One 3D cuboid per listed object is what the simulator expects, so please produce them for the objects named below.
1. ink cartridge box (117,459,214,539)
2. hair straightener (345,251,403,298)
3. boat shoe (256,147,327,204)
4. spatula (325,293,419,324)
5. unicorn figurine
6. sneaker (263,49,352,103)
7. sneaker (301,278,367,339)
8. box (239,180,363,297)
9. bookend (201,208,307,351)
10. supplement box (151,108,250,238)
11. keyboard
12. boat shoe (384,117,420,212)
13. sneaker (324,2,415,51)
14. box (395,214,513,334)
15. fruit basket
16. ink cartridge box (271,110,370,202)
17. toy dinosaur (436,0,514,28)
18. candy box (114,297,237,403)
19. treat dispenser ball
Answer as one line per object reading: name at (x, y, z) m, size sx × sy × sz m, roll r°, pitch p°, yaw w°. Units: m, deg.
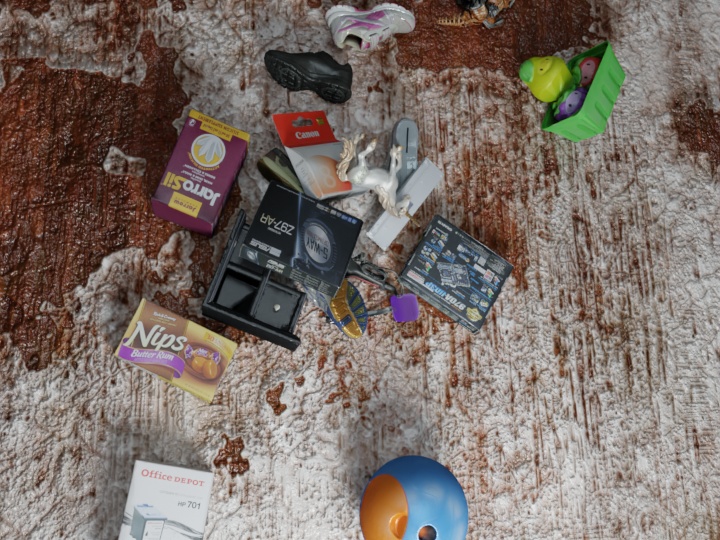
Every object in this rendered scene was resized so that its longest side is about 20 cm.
ink cartridge box at (-0.344, 0.445, 1.385) m, size 0.143 × 0.086 × 0.205 m, roll 11°, pitch 76°, yaw -8°
hair straightener at (0.000, 0.000, 1.565) m, size 0.197 × 0.077 × 0.041 m, roll 28°, pitch 61°, yaw -2°
boat shoe at (-0.116, -0.170, 1.588) m, size 0.200 × 0.072 × 0.066 m, roll 40°, pitch 71°, yaw 0°
spatula at (0.025, 0.085, 1.578) m, size 0.195 × 0.021 × 0.058 m, roll -9°, pitch 72°, yaw -12°
unicorn figurine at (0.041, -0.187, 1.568) m, size 0.196 × 0.074 × 0.140 m, roll 16°, pitch 98°, yaw -6°
sneaker at (-0.107, -0.423, 1.662) m, size 0.196 × 0.076 × 0.093 m, roll 19°, pitch 63°, yaw -13°
sneaker at (-0.060, 0.047, 1.542) m, size 0.075 × 0.088 × 0.202 m, roll -30°, pitch 87°, yaw -34°
box at (-0.109, -0.061, 1.484) m, size 0.196 × 0.044 × 0.163 m, roll 24°, pitch 57°, yaw -4°
bookend at (-0.178, 0.022, 1.518) m, size 0.196 × 0.092 × 0.202 m, roll 23°, pitch 73°, yaw -6°
supplement box at (-0.310, -0.187, 1.539) m, size 0.128 × 0.103 × 0.204 m, roll 21°, pitch 74°, yaw -6°
keyboard at (0.092, -0.136, 1.617) m, size 0.056 × 0.011 × 0.201 m, roll 38°, pitch 90°, yaw -22°
boat shoe at (0.087, -0.212, 1.642) m, size 0.072 × 0.067 × 0.205 m, roll 7°, pitch 96°, yaw -14°
sneaker at (0.023, -0.515, 1.703) m, size 0.195 × 0.081 × 0.091 m, roll -4°, pitch 78°, yaw -3°
box at (0.195, 0.007, 1.618) m, size 0.198 × 0.046 × 0.161 m, roll 33°, pitch 73°, yaw -2°
fruit basket at (0.454, -0.409, 1.730) m, size 0.211 × 0.155 × 0.221 m, roll 3°, pitch 84°, yaw -26°
ink cartridge box at (-0.073, -0.239, 1.589) m, size 0.161 × 0.050 × 0.204 m, roll -17°, pitch 81°, yaw -48°
toy dinosaur at (0.258, -0.601, 1.762) m, size 0.199 × 0.101 × 0.138 m, roll -34°, pitch 102°, yaw -38°
candy box at (-0.342, 0.149, 1.474) m, size 0.197 × 0.056 × 0.119 m, roll 27°, pitch 73°, yaw -5°
treat dispenser ball at (0.095, 0.436, 1.412) m, size 0.196 × 0.201 × 0.206 m, roll 3°, pitch 75°, yaw -10°
